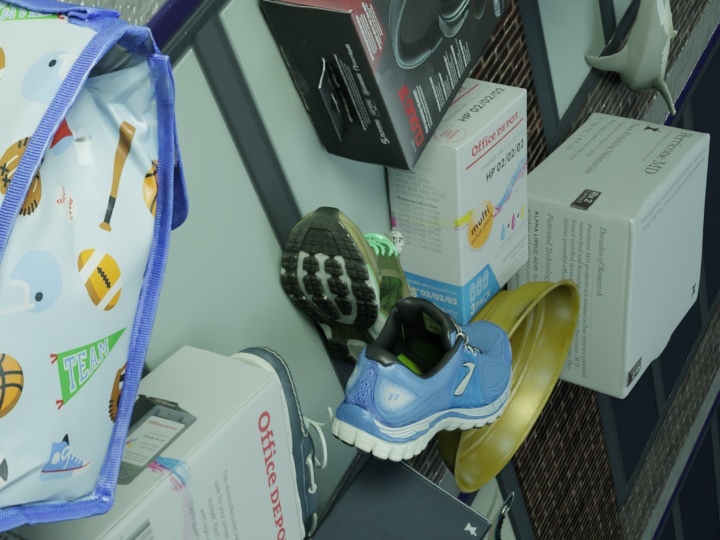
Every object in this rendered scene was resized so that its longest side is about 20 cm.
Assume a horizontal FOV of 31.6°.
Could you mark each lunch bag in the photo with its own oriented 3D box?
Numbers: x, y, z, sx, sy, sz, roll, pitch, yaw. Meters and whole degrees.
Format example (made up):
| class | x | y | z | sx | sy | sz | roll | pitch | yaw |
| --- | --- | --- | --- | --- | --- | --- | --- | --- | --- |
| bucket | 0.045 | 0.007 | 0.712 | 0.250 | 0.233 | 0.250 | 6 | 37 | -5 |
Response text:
| class | x | y | z | sx | sy | sz | roll | pitch | yaw |
| --- | --- | --- | --- | --- | --- | --- | --- | --- | --- |
| lunch bag | -0.168 | -0.016 | 0.524 | 0.123 | 0.168 | 0.203 | 2 | 102 | -62 |

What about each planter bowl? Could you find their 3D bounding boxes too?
| class | x | y | z | sx | sy | sz | roll | pitch | yaw |
| --- | --- | --- | --- | --- | --- | --- | --- | --- | --- |
| planter bowl | 0.104 | 0.082 | 1.094 | 0.200 | 0.083 | 0.202 | -45 | 150 | -35 |

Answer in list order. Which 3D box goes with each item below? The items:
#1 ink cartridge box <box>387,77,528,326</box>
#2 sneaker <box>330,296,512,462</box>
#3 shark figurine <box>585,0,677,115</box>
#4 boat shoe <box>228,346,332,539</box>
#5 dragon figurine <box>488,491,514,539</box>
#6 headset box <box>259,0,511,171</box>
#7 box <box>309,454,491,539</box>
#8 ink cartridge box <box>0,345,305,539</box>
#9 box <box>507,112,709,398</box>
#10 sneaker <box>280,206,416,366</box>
| class | x | y | z | sx | sy | sz | roll | pitch | yaw |
| --- | --- | --- | --- | --- | --- | --- | --- | --- | --- |
| ink cartridge box | 0.079 | -0.074 | 1.011 | 0.115 | 0.067 | 0.202 | -42 | 137 | -43 |
| sneaker | 0.057 | 0.064 | 0.894 | 0.199 | 0.078 | 0.090 | -21 | 129 | -58 |
| shark figurine | 0.263 | -0.235 | 1.244 | 0.216 | 0.088 | 0.129 | 81 | 4 | -48 |
| boat shoe | -0.058 | 0.127 | 0.868 | 0.062 | 0.074 | 0.202 | -40 | 137 | -41 |
| dragon figurine | 0.133 | 0.308 | 1.248 | 0.200 | 0.098 | 0.060 | -41 | 137 | -44 |
| headset box | 0.021 | -0.179 | 0.858 | 0.201 | 0.076 | 0.149 | -60 | 147 | -26 |
| box | -0.011 | 0.267 | 0.927 | 0.200 | 0.103 | 0.183 | -50 | 165 | -36 |
| ink cartridge box | -0.128 | 0.162 | 0.758 | 0.200 | 0.085 | 0.149 | -42 | 136 | -45 |
| box | 0.244 | -0.020 | 1.250 | 0.199 | 0.129 | 0.202 | -40 | 136 | -45 |
| sneaker | 0.000 | 0.000 | 0.925 | 0.201 | 0.076 | 0.090 | 67 | 38 | -57 |
